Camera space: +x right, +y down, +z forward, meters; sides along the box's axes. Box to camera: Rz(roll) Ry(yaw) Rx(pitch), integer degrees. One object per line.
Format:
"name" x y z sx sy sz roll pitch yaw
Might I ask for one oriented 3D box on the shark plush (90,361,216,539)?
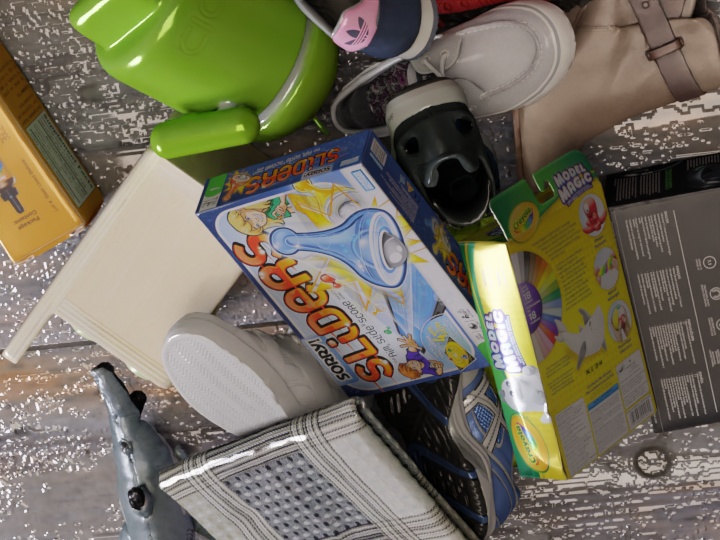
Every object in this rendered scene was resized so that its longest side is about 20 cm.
"shark plush" -0.153 0.162 1.778 0.091 0.083 0.200 -2 109 9

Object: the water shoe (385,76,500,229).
"water shoe" 0.058 -0.059 1.593 0.071 0.200 0.079 -20 69 7

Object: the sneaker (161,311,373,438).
"sneaker" -0.060 0.059 1.668 0.074 0.116 0.200 -13 140 35

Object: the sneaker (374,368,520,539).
"sneaker" 0.063 0.097 1.697 0.076 0.077 0.200 -8 96 37

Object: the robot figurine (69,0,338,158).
"robot figurine" -0.100 -0.161 1.615 0.200 0.176 0.116 26 137 -32

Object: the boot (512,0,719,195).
"boot" 0.180 -0.131 1.630 0.146 0.070 0.200 -2 103 16

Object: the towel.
"towel" -0.020 0.187 1.670 0.193 0.035 0.200 -22 120 33

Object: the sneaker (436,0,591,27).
"sneaker" 0.084 -0.225 1.622 0.200 0.096 0.079 3 149 27

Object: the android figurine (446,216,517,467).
"android figurine" 0.099 0.045 1.726 0.182 0.041 0.200 15 113 3

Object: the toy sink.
"toy sink" -0.148 0.000 1.696 0.112 0.130 0.200 36 109 -6

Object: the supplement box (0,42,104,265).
"supplement box" -0.270 -0.107 1.709 0.067 0.069 0.200 -28 102 17

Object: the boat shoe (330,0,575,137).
"boat shoe" 0.058 -0.133 1.607 0.200 0.069 0.072 -9 101 46

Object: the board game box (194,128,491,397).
"board game box" 0.000 0.000 1.585 0.135 0.034 0.200 -16 130 31

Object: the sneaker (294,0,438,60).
"sneaker" -0.032 -0.214 1.581 0.200 0.082 0.070 46 122 35

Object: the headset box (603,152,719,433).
"headset box" 0.286 0.004 1.656 0.200 0.093 0.174 -12 107 11

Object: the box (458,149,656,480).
"box" 0.132 0.028 1.594 0.048 0.117 0.200 1 112 41
